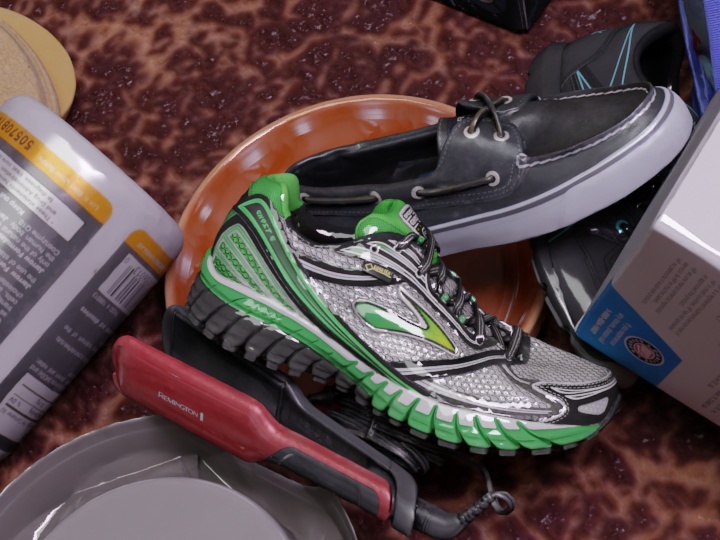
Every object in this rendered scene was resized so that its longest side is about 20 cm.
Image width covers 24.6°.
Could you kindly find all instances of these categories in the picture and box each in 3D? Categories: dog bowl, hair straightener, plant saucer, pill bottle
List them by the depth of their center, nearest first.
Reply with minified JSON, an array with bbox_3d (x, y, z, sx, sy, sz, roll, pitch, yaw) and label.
[{"bbox_3d":[-0.088,0.166,0.736,0.198,0.059,0.201,-6,57,9],"label":"dog bowl"},{"bbox_3d":[-0.014,0.062,0.740,0.199,0.041,0.077,21,36,26],"label":"hair straightener"},{"bbox_3d":[-0.189,0.023,0.805,0.116,0.116,0.200,37,83,29],"label":"pill bottle"},{"bbox_3d":[0.000,0.000,0.835,0.198,0.032,0.202,-5,59,9],"label":"plant saucer"}]

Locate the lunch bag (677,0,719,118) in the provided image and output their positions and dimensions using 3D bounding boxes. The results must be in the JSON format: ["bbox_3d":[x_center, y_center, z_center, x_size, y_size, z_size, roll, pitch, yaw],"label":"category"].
[{"bbox_3d":[0.245,-0.130,0.808,0.169,0.127,0.202,-11,86,6],"label":"lunch bag"}]

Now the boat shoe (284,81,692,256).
[{"bbox_3d":[0.052,-0.049,0.758,0.199,0.057,0.069,-19,31,27],"label":"boat shoe"}]

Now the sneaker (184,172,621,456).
[{"bbox_3d":[0.023,0.020,0.727,0.199,0.078,0.086,23,103,6],"label":"sneaker"}]

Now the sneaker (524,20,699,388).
[{"bbox_3d":[0.126,-0.041,0.793,0.079,0.075,0.201,-21,53,29],"label":"sneaker"}]

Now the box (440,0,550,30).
[{"bbox_3d":[0.048,-0.252,0.945,0.199,0.086,0.164,25,67,25],"label":"box"}]

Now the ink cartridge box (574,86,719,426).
[{"bbox_3d":[0.220,0.003,0.680,0.199,0.147,0.145,33,71,5],"label":"ink cartridge box"}]

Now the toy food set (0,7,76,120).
[{"bbox_3d":[-0.261,-0.079,0.896,0.196,0.049,0.201,11,60,-7],"label":"toy food set"}]
